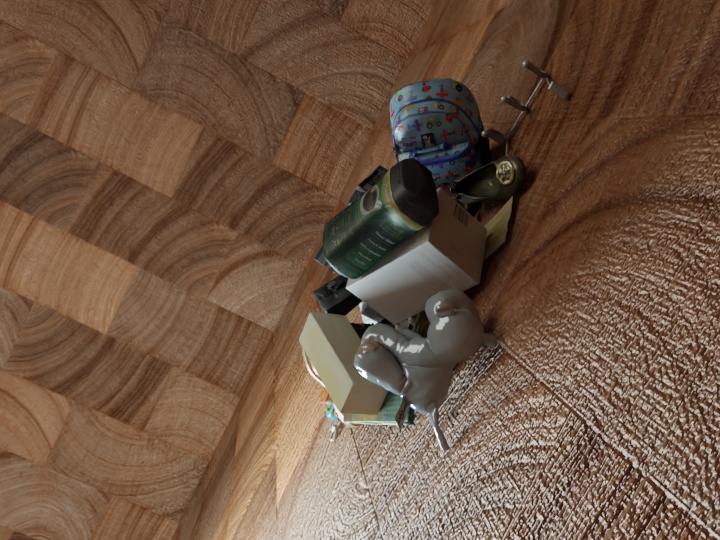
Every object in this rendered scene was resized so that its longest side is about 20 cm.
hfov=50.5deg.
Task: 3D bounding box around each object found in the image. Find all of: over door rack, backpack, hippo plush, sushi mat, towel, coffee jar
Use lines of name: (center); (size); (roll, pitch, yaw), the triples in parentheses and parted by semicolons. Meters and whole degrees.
over door rack: (0.273, -0.274, 1.304); (0.149, 0.066, 0.201); (-61, 11, 22)
backpack: (0.140, -0.246, 1.412); (0.201, 0.180, 0.136); (63, -150, -45)
hippo plush: (0.090, 0.103, 1.068); (0.162, 0.158, 0.201); (-59, 11, 27)
sushi mat: (0.197, -0.038, 1.268); (0.200, 0.012, 0.097); (-50, 19, 53)
towel: (0.029, 0.185, 1.290); (0.199, 0.021, 0.149); (-17, 68, 56)
coffee jar: (0.032, -0.080, 1.181); (0.199, 0.085, 0.105); (-38, 36, 32)

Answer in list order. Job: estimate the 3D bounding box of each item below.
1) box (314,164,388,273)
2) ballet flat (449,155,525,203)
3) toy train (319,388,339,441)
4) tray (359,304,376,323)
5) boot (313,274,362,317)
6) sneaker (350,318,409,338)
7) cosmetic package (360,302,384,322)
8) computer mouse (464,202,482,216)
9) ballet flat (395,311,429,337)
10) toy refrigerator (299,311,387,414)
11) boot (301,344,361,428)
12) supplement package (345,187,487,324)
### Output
box: (-0.004, -0.098, 1.393); (0.159, 0.049, 0.200); (-58, -1, 21)
ballet flat: (0.205, -0.147, 1.270); (0.199, 0.046, 0.069); (173, 96, -67)
toy train: (-0.036, 0.252, 1.612); (0.201, 0.055, 0.151); (-60, 11, 21)
tray: (0.007, 0.031, 1.696); (0.107, 0.022, 0.203); (150, 108, -73)
boot: (0.000, 0.000, 1.446); (0.199, 0.066, 0.165); (-39, 21, 2)
sneaker: (0.042, 0.105, 1.404); (0.202, 0.114, 0.076); (-61, 7, 19)
cosmetic package: (0.064, 0.030, 1.524); (0.072, 0.100, 0.201); (-57, 13, 27)
computer mouse: (0.160, -0.073, 1.425); (0.142, 0.046, 0.200); (-63, 6, -22)
ballet flat: (0.083, 0.123, 1.307); (0.202, 0.070, 0.071); (-68, 11, -17)
toy refrigerator: (-0.032, 0.158, 1.304); (0.200, 0.075, 0.071); (53, 127, 48)
boot: (-0.030, 0.192, 1.421); (0.075, 0.201, 0.107); (-34, -1, -33)
supplement package: (0.091, -0.019, 1.250); (0.199, 0.121, 0.121); (-29, 34, 41)
